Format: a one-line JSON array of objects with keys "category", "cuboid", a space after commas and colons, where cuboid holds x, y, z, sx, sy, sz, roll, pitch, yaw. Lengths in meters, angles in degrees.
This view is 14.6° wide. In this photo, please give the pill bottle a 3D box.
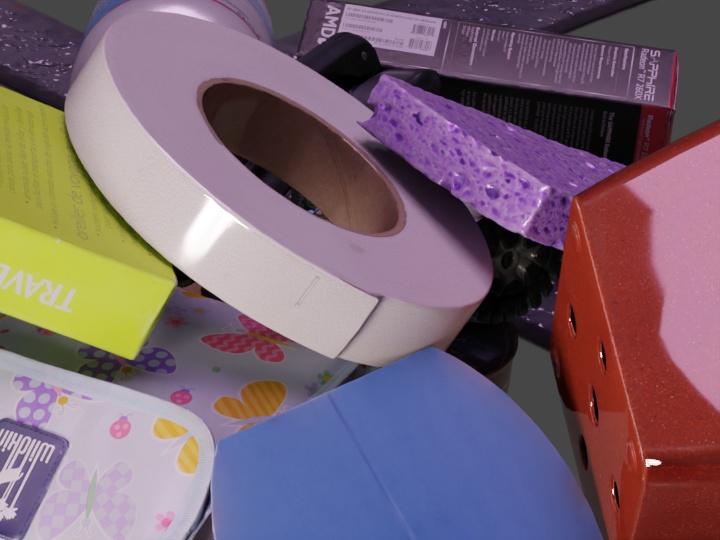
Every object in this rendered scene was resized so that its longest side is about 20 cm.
[{"category": "pill bottle", "cuboid": [-0.099, -0.101, 1.500, 0.108, 0.109, 0.200, 5, 16, -2]}]

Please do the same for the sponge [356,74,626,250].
[{"category": "sponge", "cuboid": [0.099, -0.033, 1.291, 0.111, 0.030, 0.200, 36, 13, 38]}]

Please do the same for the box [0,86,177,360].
[{"category": "box", "cuboid": [-0.176, -0.042, 1.138, 0.199, 0.048, 0.122, 21, 25, -22]}]

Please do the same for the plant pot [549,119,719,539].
[{"category": "plant pot", "cuboid": [0.181, 0.045, 1.188, 0.175, 0.200, 0.201, -8, 59, -6]}]

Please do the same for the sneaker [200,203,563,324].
[{"category": "sneaker", "cuboid": [0.000, 0.000, 1.350, 0.199, 0.078, 0.086, -7, 18, -37]}]

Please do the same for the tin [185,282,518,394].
[{"category": "tin", "cuboid": [-0.016, 0.026, 1.393, 0.199, 0.042, 0.112, 24, 29, 29]}]

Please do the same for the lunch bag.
[{"category": "lunch bag", "cuboid": [-0.108, 0.089, 1.165, 0.169, 0.128, 0.200, 18, 36, 28]}]

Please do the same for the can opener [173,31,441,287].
[{"category": "can opener", "cuboid": [-0.044, -0.059, 1.366, 0.078, 0.064, 0.200, -19, 14, 48]}]

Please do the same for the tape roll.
[{"category": "tape roll", "cuboid": [-0.033, -0.036, 1.209, 0.202, 0.037, 0.203, 31, 23, -14]}]

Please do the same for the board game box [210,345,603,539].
[{"category": "board game box", "cuboid": [0.016, 0.124, 1.126, 0.200, 0.039, 0.158, -22, 79, -45]}]

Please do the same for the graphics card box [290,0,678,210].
[{"category": "graphics card box", "cuboid": [0.064, -0.071, 1.493, 0.199, 0.126, 0.051, 7, 48, 5]}]
